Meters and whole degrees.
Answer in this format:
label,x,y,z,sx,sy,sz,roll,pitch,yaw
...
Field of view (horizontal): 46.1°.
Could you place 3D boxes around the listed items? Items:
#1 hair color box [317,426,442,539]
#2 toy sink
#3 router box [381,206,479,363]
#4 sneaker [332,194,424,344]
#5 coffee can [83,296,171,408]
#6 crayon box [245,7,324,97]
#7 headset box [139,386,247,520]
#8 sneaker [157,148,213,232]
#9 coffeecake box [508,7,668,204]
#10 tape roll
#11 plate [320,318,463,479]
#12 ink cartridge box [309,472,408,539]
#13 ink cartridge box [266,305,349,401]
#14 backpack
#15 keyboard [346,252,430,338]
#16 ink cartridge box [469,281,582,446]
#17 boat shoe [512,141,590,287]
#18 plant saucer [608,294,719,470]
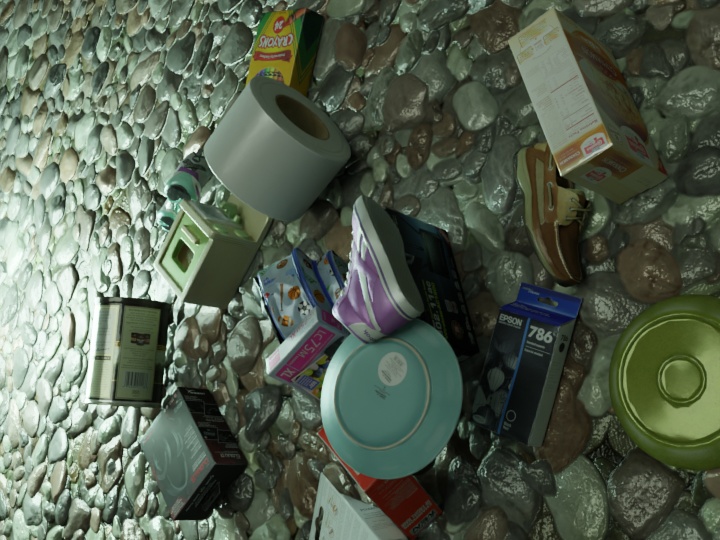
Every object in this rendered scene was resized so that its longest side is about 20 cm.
label,x,y,z,sx,sy,sz,roll,pitch,yaw
hair color box,0.028,0.271,1.125,0.064,0.200,0.111,-42,50,-6
toy sink,-0.271,-0.053,1.533,0.130,0.112,0.201,43,109,39
router box,0.078,0.025,1.169,0.062,0.150,0.201,-29,63,33
sneaker,0.000,0.000,1.064,0.114,0.073,0.201,-37,45,24
coffee can,-0.447,0.159,1.623,0.146,0.146,0.201,-5,77,42
crayon box,-0.144,-0.366,1.528,0.127,0.051,0.201,9,88,43
headset box,-0.295,0.330,1.495,0.149,0.077,0.200,-53,50,20
sneaker,-0.327,-0.158,1.638,0.200,0.077,0.140,-51,14,56
coffeecake box,0.278,-0.197,1.033,0.073,0.153,0.201,-32,61,34
tape roll,-0.134,-0.199,1.379,0.139,0.202,0.203,-48,53,25
plate,0.029,0.149,1.024,0.199,0.026,0.201,-11,68,31
ink cartridge box,-0.011,0.410,1.231,0.200,0.057,0.163,-144,62,-62
ink cartridge box,-0.019,0.141,1.202,0.119,0.200,0.042,-47,31,23
backpack,-0.067,0.060,1.268,0.154,0.190,0.200,-39,55,10
keyboard,0.034,0.075,1.080,0.127,0.021,0.201,19,92,41
ink cartridge box,0.213,0.118,1.102,0.099,0.039,0.201,15,91,44
boat shoe,0.253,-0.081,1.086,0.074,0.076,0.201,-25,65,33
plant saucer,0.370,0.124,0.962,0.199,0.031,0.201,-11,73,40
